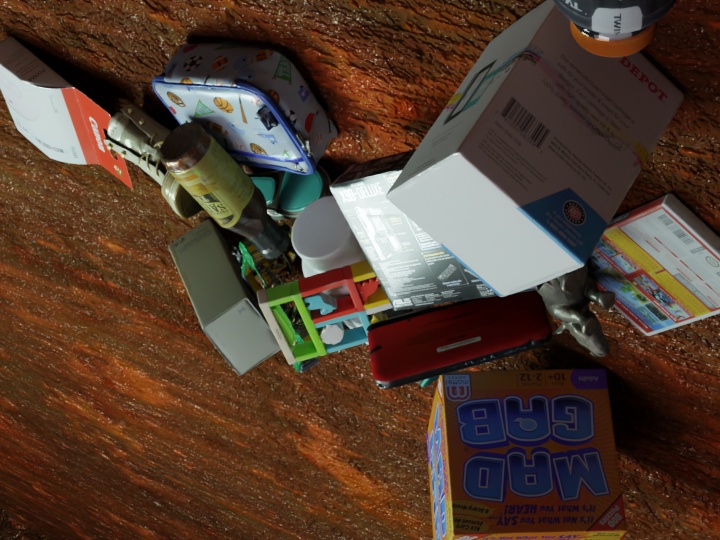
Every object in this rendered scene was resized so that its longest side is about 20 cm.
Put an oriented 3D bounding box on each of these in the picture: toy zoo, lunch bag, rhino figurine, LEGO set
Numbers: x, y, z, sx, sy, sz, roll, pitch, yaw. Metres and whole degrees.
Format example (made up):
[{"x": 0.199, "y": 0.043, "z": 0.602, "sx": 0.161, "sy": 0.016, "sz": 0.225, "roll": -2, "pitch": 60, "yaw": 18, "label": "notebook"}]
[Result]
[{"x": -0.003, "y": 0.039, "z": 1.694, "sx": 0.198, "sy": 0.021, "sz": 0.132, "roll": -16, "pitch": 144, "yaw": 5, "label": "toy zoo"}, {"x": -0.125, "y": -0.176, "z": 1.691, "sx": 0.199, "sy": 0.076, "sz": 0.161, "roll": 14, "pitch": 149, "yaw": 39, "label": "lunch bag"}, {"x": 0.221, "y": 0.025, "z": 1.588, "sx": 0.087, "sy": 0.060, "sz": 0.201, "roll": 37, "pitch": 163, "yaw": 44, "label": "rhino figurine"}, {"x": -0.061, "y": 0.023, "z": 1.875, "sx": 0.201, "sy": 0.115, "sz": 0.154, "roll": 55, "pitch": 163, "yaw": 21, "label": "LEGO set"}]

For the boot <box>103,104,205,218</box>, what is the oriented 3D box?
[{"x": -0.244, "y": -0.136, "z": 1.833, "sx": 0.154, "sy": 0.072, "sz": 0.200, "roll": 37, "pitch": -173, "yaw": 4, "label": "boot"}]

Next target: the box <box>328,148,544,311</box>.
[{"x": 0.082, "y": -0.046, "z": 1.533, "sx": 0.199, "sy": 0.050, "sz": 0.159, "roll": -11, "pitch": 115, "yaw": 44, "label": "box"}]

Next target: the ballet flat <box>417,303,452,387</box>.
[{"x": 0.106, "y": 0.080, "z": 1.869, "sx": 0.071, "sy": 0.069, "sz": 0.200, "roll": 52, "pitch": 150, "yaw": 5, "label": "ballet flat"}]

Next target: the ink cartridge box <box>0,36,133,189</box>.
[{"x": -0.388, "y": -0.192, "z": 1.961, "sx": 0.200, "sy": 0.057, "sz": 0.163, "roll": 42, "pitch": 159, "yaw": 26, "label": "ink cartridge box"}]

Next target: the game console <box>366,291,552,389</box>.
[{"x": 0.117, "y": 0.098, "z": 1.700, "sx": 0.198, "sy": 0.173, "sz": 0.119, "roll": -16, "pitch": 119, "yaw": 4, "label": "game console"}]

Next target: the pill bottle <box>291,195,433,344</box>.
[{"x": 0.000, "y": 0.000, "z": 1.755, "sx": 0.110, "sy": 0.111, "sz": 0.200, "roll": 15, "pitch": 159, "yaw": 35, "label": "pill bottle"}]

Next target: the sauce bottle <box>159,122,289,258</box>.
[{"x": -0.150, "y": -0.086, "z": 1.737, "sx": 0.066, "sy": 0.066, "sz": 0.200, "roll": 7, "pitch": 149, "yaw": 44, "label": "sauce bottle"}]

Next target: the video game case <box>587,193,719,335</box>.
[{"x": 0.302, "y": -0.002, "z": 1.538, "sx": 0.143, "sy": 0.018, "sz": 0.200, "roll": 40, "pitch": 154, "yaw": -11, "label": "video game case"}]

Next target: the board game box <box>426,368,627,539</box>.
[{"x": 0.189, "y": 0.249, "z": 1.803, "sx": 0.198, "sy": 0.202, "sz": 0.200, "roll": -1, "pitch": 151, "yaw": -4, "label": "board game box"}]

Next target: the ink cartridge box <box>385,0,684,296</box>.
[{"x": 0.152, "y": -0.110, "z": 1.325, "sx": 0.146, "sy": 0.201, "sz": 0.146, "roll": 40, "pitch": 155, "yaw": -11, "label": "ink cartridge box"}]

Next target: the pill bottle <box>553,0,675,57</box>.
[{"x": 0.193, "y": -0.253, "z": 1.143, "sx": 0.106, "sy": 0.107, "sz": 0.201, "roll": 23, "pitch": 152, "yaw": 22, "label": "pill bottle"}]

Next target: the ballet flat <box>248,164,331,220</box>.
[{"x": -0.081, "y": -0.091, "z": 1.812, "sx": 0.063, "sy": 0.068, "sz": 0.199, "roll": 19, "pitch": 168, "yaw": -38, "label": "ballet flat"}]

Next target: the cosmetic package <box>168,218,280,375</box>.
[{"x": -0.179, "y": 0.032, "z": 1.994, "sx": 0.104, "sy": 0.073, "sz": 0.200, "roll": 56, "pitch": -178, "yaw": -37, "label": "cosmetic package"}]
